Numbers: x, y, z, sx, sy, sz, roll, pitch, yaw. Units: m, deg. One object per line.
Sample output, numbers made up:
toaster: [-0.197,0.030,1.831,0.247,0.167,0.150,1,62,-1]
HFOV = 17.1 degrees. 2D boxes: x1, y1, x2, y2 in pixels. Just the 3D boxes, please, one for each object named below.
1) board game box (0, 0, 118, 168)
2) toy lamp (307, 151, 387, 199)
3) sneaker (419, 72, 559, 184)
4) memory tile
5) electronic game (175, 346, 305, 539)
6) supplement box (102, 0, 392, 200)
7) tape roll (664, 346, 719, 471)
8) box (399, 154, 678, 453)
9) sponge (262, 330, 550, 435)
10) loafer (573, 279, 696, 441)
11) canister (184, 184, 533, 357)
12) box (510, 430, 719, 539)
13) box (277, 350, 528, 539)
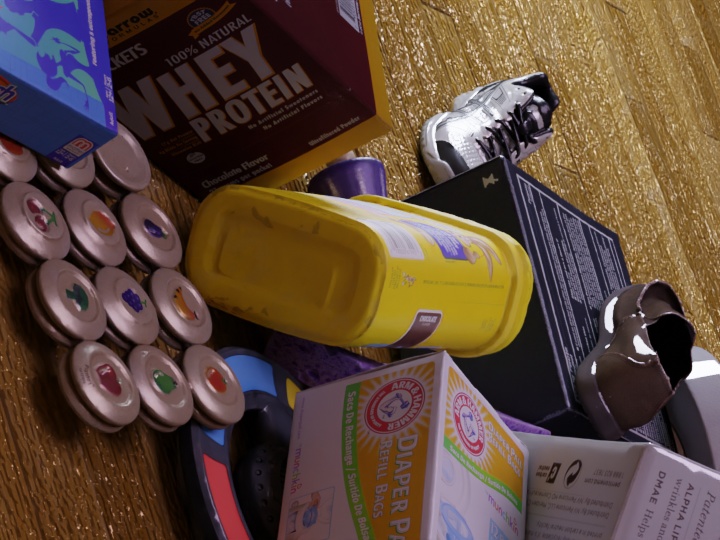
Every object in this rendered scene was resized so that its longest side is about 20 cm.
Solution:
board game box: [-0.219,-0.160,1.277,0.200,0.045,0.152,28,42,-45]
toy lamp: [-0.027,-0.112,1.670,0.058,0.058,0.201,21,46,-59]
sneaker: [0.109,-0.113,1.928,0.076,0.087,0.200,60,24,-17]
memory tile: [-0.138,-0.002,1.314,0.153,0.017,0.200,7,54,-58]
electronic game: [-0.043,0.138,1.387,0.200,0.042,0.200,49,27,-36]
supplement box: [-0.098,-0.181,1.479,0.200,0.133,0.198,39,33,-46]
tape roll: [0.245,0.158,1.788,0.203,0.037,0.204,174,-90,-76]
box: [0.118,0.052,1.727,0.198,0.123,0.201,30,41,-56]
sponge: [0.032,0.082,1.529,0.200,0.111,0.030,22,91,-60]
loafer: [0.206,0.059,1.665,0.073,0.071,0.200,61,24,-13]
canister: [0.000,0.000,1.498,0.200,0.148,0.087,5,101,-61]
box: [0.141,0.207,1.386,0.130,0.199,0.201,24,80,-20]
box: [0.023,0.162,1.336,0.113,0.101,0.200,50,34,-39]
